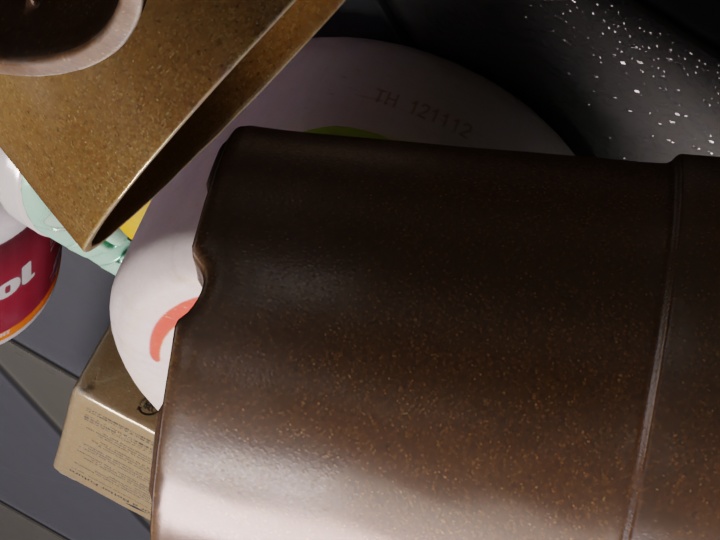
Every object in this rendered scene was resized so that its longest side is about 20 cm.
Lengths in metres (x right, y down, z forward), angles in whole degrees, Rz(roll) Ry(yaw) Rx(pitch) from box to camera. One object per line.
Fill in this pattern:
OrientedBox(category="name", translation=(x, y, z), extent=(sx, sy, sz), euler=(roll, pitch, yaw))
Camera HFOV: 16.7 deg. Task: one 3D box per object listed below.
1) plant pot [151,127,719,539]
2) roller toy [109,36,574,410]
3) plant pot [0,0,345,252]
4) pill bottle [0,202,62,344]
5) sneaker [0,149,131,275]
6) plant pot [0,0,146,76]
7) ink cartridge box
OrientedBox(category="plant pot", translation=(0.041, 0.041, 0.815), extent=(0.198, 0.201, 0.200), euler=(11, 155, 3))
OrientedBox(category="roller toy", translation=(0.000, 0.000, 1.010), extent=(0.200, 0.140, 0.182), euler=(-17, 130, 44))
OrientedBox(category="plant pot", translation=(-0.099, -0.141, 0.809), extent=(0.200, 0.186, 0.186), euler=(43, 155, -2))
OrientedBox(category="pill bottle", translation=(-0.198, -0.043, 1.167), extent=(0.113, 0.113, 0.200), euler=(25, 157, 4))
OrientedBox(category="sneaker", translation=(-0.079, -0.023, 1.113), extent=(0.118, 0.074, 0.200), euler=(22, 171, 27))
OrientedBox(category="plant pot", translation=(-0.102, -0.190, 0.652), extent=(0.200, 0.198, 0.200), euler=(23, 156, 11))
OrientedBox(category="ink cartridge box", translation=(-0.066, 0.107, 1.385), extent=(0.200, 0.075, 0.165), euler=(27, 158, -1))
